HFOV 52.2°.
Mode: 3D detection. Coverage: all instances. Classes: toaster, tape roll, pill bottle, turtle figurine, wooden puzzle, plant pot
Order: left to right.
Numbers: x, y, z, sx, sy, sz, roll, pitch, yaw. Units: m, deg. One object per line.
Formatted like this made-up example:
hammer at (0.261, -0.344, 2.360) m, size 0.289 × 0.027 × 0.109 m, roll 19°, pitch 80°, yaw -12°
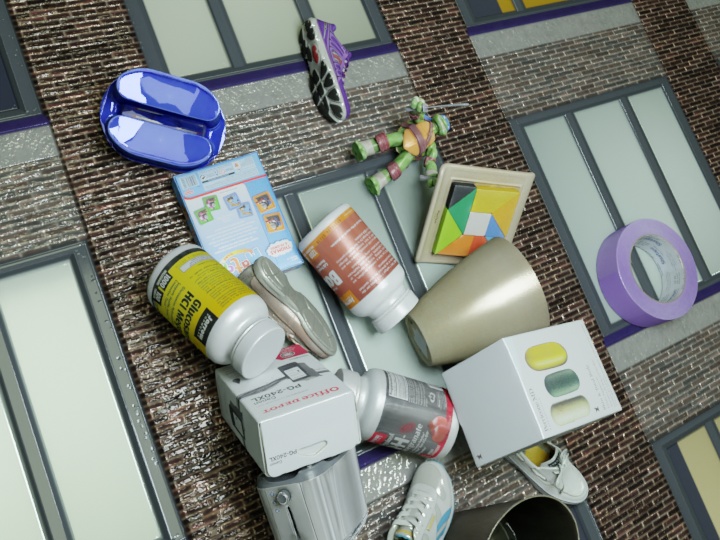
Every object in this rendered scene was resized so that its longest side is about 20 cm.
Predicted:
pill bottle at (-0.205, 0.060, 1.057) m, size 0.199 × 0.114 × 0.112 m, roll 36°, pitch 61°, yaw 23°
toaster at (-0.060, 0.321, 1.048) m, size 0.111 × 0.199 × 0.132 m, roll -14°, pitch 91°, yaw 20°
pill bottle at (0.000, 0.000, 1.197) m, size 0.112 × 0.112 × 0.201 m, roll -41°, pitch 91°, yaw -27°
pill bottle at (0.048, 0.218, 1.149) m, size 0.196 × 0.111 × 0.113 m, roll 18°, pitch 68°, yaw -15°
turtle figurine at (0.096, -0.214, 1.271) m, size 0.191 × 0.145 × 0.201 m, roll -29°, pitch 51°, yaw -11°
plant pot at (0.180, 0.073, 1.224) m, size 0.197 × 0.187 × 0.190 m, roll -26°, pitch 84°, yaw -13°
wooden puzzle at (0.202, -0.089, 1.281) m, size 0.195 × 0.188 × 0.037 m, roll 0°, pitch 31°, yaw -24°
tape roll at (0.565, 0.005, 1.447) m, size 0.195 × 0.066 × 0.205 m, roll 6°, pitch 72°, yaw -19°

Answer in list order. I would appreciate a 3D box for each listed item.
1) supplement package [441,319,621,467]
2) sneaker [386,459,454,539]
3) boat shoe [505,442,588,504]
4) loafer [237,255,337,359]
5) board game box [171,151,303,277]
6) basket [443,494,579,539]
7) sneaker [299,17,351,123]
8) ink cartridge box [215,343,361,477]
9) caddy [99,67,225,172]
supplement package at (0.262, 0.186, 1.130) m, size 0.197 × 0.150 × 0.155 m, roll -6°, pitch 68°, yaw -38°
sneaker at (0.089, 0.386, 1.117) m, size 0.081 × 0.075 × 0.204 m, roll 51°, pitch 50°, yaw -51°
boat shoe at (0.319, 0.322, 1.237) m, size 0.201 × 0.086 × 0.075 m, roll 41°, pitch 64°, yaw -5°
loafer at (-0.116, 0.067, 1.156) m, size 0.201 × 0.062 × 0.072 m, roll 52°, pitch 21°, yaw -21°
board game box at (-0.198, -0.076, 1.184) m, size 0.149 × 0.037 × 0.204 m, roll -21°, pitch 82°, yaw -26°
basket at (0.203, 0.418, 1.098) m, size 0.179 × 0.200 × 0.137 m, roll -35°, pitch 89°, yaw -26°
sneaker at (-0.046, -0.363, 1.314) m, size 0.082 × 0.080 × 0.205 m, roll -7°, pitch 75°, yaw -29°
ink cartridge box at (-0.107, 0.190, 1.041) m, size 0.142 × 0.199 × 0.085 m, roll -14°, pitch 109°, yaw -25°
caddy at (-0.309, -0.235, 1.156) m, size 0.196 × 0.105 × 0.145 m, roll 13°, pitch 93°, yaw -17°
